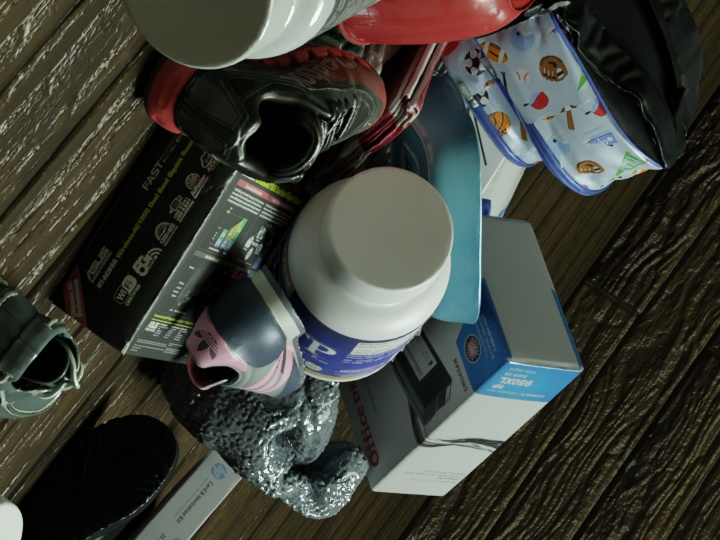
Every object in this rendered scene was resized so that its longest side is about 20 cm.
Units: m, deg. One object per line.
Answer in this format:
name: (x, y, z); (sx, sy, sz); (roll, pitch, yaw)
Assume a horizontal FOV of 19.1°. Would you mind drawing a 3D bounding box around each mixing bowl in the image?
mixing bowl: (0.070, -0.233, 1.435); (0.200, 0.108, 0.201); (-52, 153, -40)

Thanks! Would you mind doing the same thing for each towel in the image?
towel: (0.019, -0.132, 1.595); (0.200, 0.023, 0.145); (-39, -158, 56)

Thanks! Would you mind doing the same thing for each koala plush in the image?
koala plush: (-0.046, 0.064, 1.696); (0.200, 0.177, 0.184); (-49, 156, 2)

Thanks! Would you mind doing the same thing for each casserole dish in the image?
casserole dish: (0.054, -0.050, 1.610); (0.038, 0.121, 0.202); (-10, 122, -15)

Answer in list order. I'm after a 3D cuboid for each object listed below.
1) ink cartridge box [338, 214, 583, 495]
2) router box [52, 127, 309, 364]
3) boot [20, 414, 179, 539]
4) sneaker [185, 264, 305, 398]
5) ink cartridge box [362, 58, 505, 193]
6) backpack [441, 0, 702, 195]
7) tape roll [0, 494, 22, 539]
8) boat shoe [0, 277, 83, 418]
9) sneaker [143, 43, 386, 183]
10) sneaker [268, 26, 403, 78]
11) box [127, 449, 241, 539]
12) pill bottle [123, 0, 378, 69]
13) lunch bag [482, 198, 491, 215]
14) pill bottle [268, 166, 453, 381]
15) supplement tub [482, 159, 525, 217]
ink cartridge box: (0.072, 0.071, 1.734); (0.084, 0.146, 0.200); (7, 141, -36)
router box: (-0.118, -0.017, 1.461); (0.150, 0.062, 0.200); (-57, 168, 2)
boot: (-0.214, 0.210, 1.641); (0.198, 0.073, 0.163); (-46, 163, -18)
sneaker: (-0.087, 0.056, 1.509); (0.082, 0.070, 0.200); (-32, 164, -11)
ink cartridge box: (0.093, -0.144, 1.719); (0.201, 0.094, 0.044); (-59, -174, 5)
backpack: (0.163, -0.154, 1.607); (0.154, 0.191, 0.200); (-27, -164, 40)
tape roll: (-0.295, 0.207, 1.312); (0.203, 0.071, 0.203); (-53, 167, -17)
boat shoe: (-0.205, 0.060, 1.311); (0.073, 0.062, 0.200); (-54, 168, -14)
sneaker: (-0.042, -0.097, 1.352); (0.200, 0.098, 0.071); (-3, 127, -51)
sneaker: (-0.022, -0.136, 1.523); (0.200, 0.077, 0.092); (-39, 163, -52)
box: (-0.195, 0.254, 1.824); (0.200, 0.041, 0.156); (-50, -178, -36)
pill bottle: (-0.045, -0.184, 1.199); (0.200, 0.113, 0.114); (-40, 160, -57)
lunch bag: (0.025, -0.013, 1.832); (0.201, 0.149, 0.095); (100, -4, -47)
pill bottle: (0.000, 0.000, 1.544); (0.120, 0.119, 0.200); (-52, 179, -21)
supplement tub: (0.095, -0.138, 1.849); (0.132, 0.131, 0.201); (-43, 162, -50)
